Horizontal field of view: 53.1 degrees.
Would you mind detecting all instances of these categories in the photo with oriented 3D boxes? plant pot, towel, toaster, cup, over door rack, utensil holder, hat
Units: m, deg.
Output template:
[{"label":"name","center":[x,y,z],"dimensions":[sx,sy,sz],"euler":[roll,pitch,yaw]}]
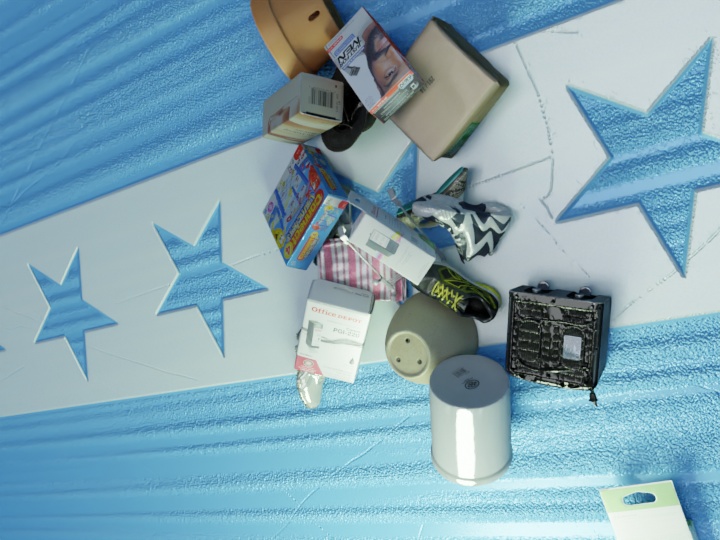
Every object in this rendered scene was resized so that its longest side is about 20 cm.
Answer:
[{"label":"plant pot","center":[-0.117,-0.505,1.491],"dimensions":[0.139,0.200,0.202],"euler":[-28,86,15]},{"label":"towel","center":[0.000,0.000,1.575],"dimensions":[0.197,0.030,0.148],"euler":[-2,103,10]},{"label":"toaster","center":[0.377,0.129,1.368],"dimensions":[0.179,0.118,0.203],"euler":[7,104,29]},{"label":"cup","center":[0.129,0.155,1.504],"dimensions":[0.198,0.143,0.203],"euler":[6,103,28]},{"label":"over door rack","center":[0.066,-0.045,1.479],"dimensions":[0.147,0.067,0.200],"euler":[-35,115,14]},{"label":"utensil holder","center":[0.219,0.295,1.431],"dimensions":[0.168,0.170,0.202],"euler":[13,128,27]},{"label":"hat","center":[-0.006,-0.340,1.505],"dimensions":[0.200,0.080,0.203],"euler":[-9,79,55]}]

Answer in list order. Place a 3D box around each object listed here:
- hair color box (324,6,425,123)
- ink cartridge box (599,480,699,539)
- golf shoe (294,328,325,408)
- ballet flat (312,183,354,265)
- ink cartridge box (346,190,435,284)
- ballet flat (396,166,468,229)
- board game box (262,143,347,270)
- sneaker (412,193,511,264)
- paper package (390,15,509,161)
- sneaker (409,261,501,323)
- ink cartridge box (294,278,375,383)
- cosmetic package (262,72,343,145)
[{"label":"hair color box","center":[0.024,-0.394,1.377],"dimensions":[0.111,0.064,0.201],"euler":[-41,60,17]},{"label":"ink cartridge box","center":[0.561,0.496,1.380],"dimensions":[0.144,0.048,0.202],"euler":[-19,90,32]},{"label":"golf shoe","center":[-0.099,0.233,1.697],"dimensions":[0.096,0.078,0.203],"euler":[2,103,24]},{"label":"ballet flat","center":[-0.057,-0.095,1.609],"dimensions":[0.063,0.068,0.202],"euler":[14,112,-2]},{"label":"ink cartridge box","center":[0.045,-0.066,1.384],"dimensions":[0.199,0.117,0.068],"euler":[33,106,-6]},{"label":"ballet flat","center":[0.161,-0.137,1.478],"dimensions":[0.199,0.068,0.075],"euler":[-32,105,37]},{"label":"board game box","center":[-0.126,-0.141,1.589],"dimensions":[0.201,0.055,0.197],"euler":[-57,41,26]},{"label":"sneaker","center":[0.190,-0.073,1.427],"dimensions":[0.197,0.080,0.131],"euler":[3,120,-15]},{"label":"paper package","center":[0.158,-0.348,1.405],"dimensions":[0.191,0.103,0.200],"euler":[47,118,14]},{"label":"sneaker","center":[0.191,0.043,1.448],"dimensions":[0.198,0.085,0.075],"euler":[19,114,2]},{"label":"ink cartridge box","center":[-0.058,0.134,1.580],"dimensions":[0.144,0.085,0.202],"euler":[13,121,0]},{"label":"cosmetic package","center":[-0.125,-0.335,1.516],"dimensions":[0.199,0.102,0.088],"euler":[-10,77,61]}]
